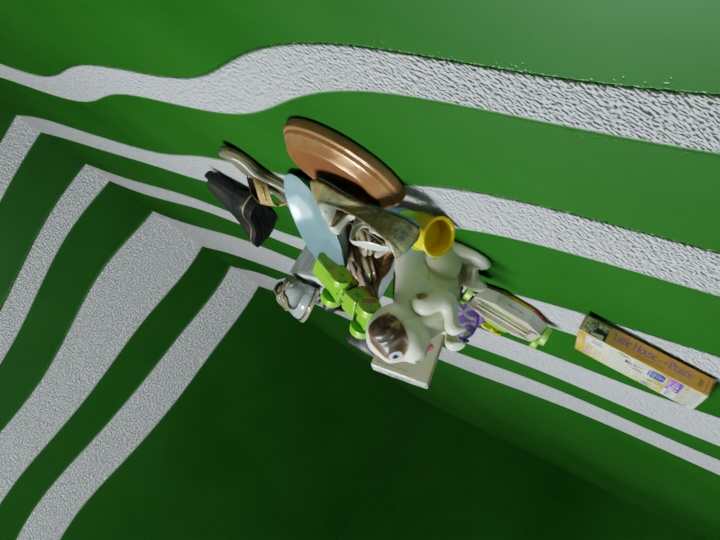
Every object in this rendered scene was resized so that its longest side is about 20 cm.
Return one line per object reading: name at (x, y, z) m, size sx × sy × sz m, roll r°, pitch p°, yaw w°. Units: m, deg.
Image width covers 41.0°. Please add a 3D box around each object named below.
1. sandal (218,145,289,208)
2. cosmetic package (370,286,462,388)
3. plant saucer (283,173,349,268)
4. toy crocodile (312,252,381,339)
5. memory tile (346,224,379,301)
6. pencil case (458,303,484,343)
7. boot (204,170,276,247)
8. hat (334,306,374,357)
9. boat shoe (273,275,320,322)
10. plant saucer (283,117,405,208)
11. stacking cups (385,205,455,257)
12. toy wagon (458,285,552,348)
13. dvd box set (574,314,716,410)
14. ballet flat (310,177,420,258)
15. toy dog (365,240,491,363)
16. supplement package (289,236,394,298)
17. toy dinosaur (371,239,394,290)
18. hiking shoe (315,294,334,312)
sandal at (-0.184, -0.155, 1.767) m, size 0.200 × 0.054 × 0.080 m, roll 35°, pitch 170°, yaw -21°
cosmetic package at (0.099, 0.086, 1.617) m, size 0.103 × 0.201 × 0.073 m, roll 18°, pitch 170°, yaw 8°
plant saucer at (-0.065, -0.082, 1.654) m, size 0.201 × 0.039 × 0.201 m, roll 54°, pitch 162°, yaw 27°
toy crocodile at (-0.009, 0.047, 1.573) m, size 0.200 × 0.062 × 0.068 m, roll 46°, pitch 139°, yaw 27°
memory tile at (0.000, 0.000, 1.638) m, size 0.153 × 0.017 × 0.201 m, roll -126°, pitch 24°, yaw -61°
pencil case at (0.151, 0.078, 1.842) m, size 0.085 × 0.084 × 0.200 m, roll -5°, pitch -170°, yaw -27°
boot at (-0.262, -0.139, 2.093) m, size 0.138 × 0.078 × 0.200 m, roll 34°, pitch 158°, yaw 14°
hat at (0.036, 0.129, 1.829) m, size 0.200 × 0.081 × 0.201 m, roll 16°, pitch 179°, yaw 0°
boat shoe at (-0.129, 0.051, 1.861) m, size 0.068 × 0.075 × 0.200 m, roll 29°, pitch 173°, yaw -11°
plant saucer at (-0.029, -0.144, 1.374) m, size 0.200 × 0.038 × 0.200 m, roll 32°, pitch 171°, yaw 6°
stacking cups at (0.054, -0.075, 1.428) m, size 0.060 × 0.061 × 0.200 m, roll 39°, pitch 172°, yaw -40°
toy wagon at (0.243, 0.078, 1.649) m, size 0.155 × 0.040 × 0.200 m, roll 31°, pitch 172°, yaw 4°
dvd box set at (0.414, 0.137, 1.424) m, size 0.200 × 0.029 × 0.146 m, roll 28°, pitch 171°, yaw 17°
ballet flat at (-0.008, -0.072, 1.366) m, size 0.200 × 0.071 × 0.071 m, roll 27°, pitch 170°, yaw 30°
toy dog at (0.085, 0.050, 1.471) m, size 0.194 × 0.200 × 0.140 m, roll 30°, pitch 163°, yaw 5°
supplement package at (-0.031, -0.008, 1.837) m, size 0.121 × 0.120 × 0.200 m, roll 34°, pitch 171°, yaw -20°
toy dinosaur at (0.031, -0.005, 1.615) m, size 0.060 × 0.106 × 0.200 m, roll 3°, pitch 134°, yaw -13°
hiking shoe at (-0.039, 0.063, 2.296) m, size 0.076 × 0.101 × 0.200 m, roll 35°, pitch 171°, yaw -22°
